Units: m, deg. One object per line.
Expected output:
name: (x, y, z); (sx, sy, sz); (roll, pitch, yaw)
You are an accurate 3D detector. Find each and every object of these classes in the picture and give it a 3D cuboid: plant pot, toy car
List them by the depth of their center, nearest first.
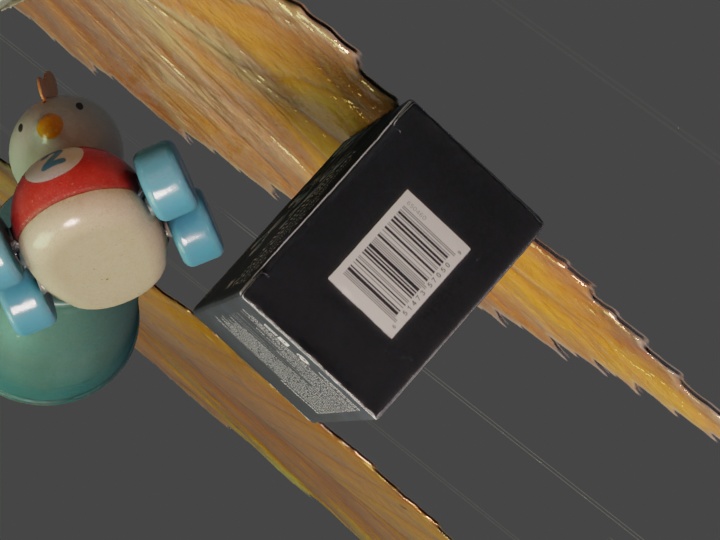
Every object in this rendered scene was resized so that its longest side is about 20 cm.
toy car: (-0.236, -0.083, 2.098); (0.177, 0.184, 0.201); (64, -177, -65)
plant pot: (-0.311, 0.008, 2.595); (0.200, 0.200, 0.188); (40, 154, 8)

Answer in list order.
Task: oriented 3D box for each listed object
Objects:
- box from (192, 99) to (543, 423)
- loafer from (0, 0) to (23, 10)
box: (0.000, 0.000, 1.506); (0.107, 0.149, 0.200); (42, 169, -5)
loafer: (-0.271, -0.220, 1.845); (0.200, 0.069, 0.075); (1, 110, 58)
